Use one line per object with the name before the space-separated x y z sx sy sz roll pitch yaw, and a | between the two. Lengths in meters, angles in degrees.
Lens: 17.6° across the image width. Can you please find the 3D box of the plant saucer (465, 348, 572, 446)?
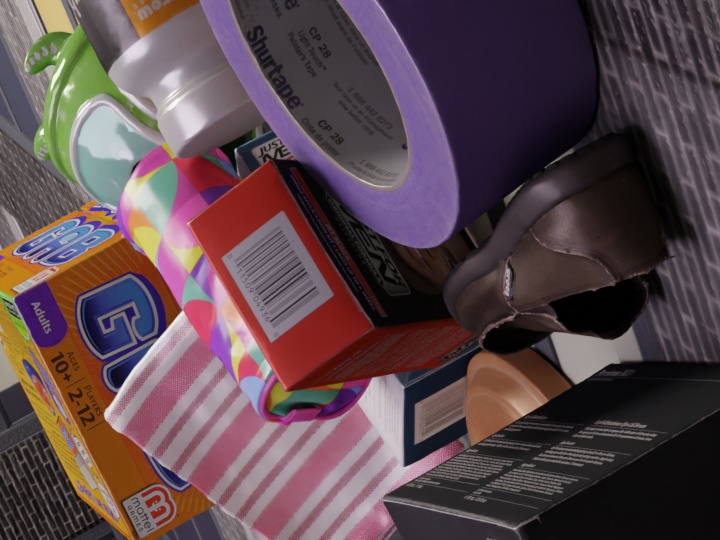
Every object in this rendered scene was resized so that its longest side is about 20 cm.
plant saucer | 0.114 0.134 1.316 0.201 0.032 0.201 56 165 24

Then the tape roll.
tape roll | 0.010 -0.115 1.057 0.200 0.085 0.201 46 158 24

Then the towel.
towel | -0.051 0.103 1.503 0.200 0.147 0.030 38 -159 -4

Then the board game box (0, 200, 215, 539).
board game box | -0.143 0.051 1.710 0.201 0.199 0.200 65 165 -14

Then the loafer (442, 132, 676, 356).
loafer | 0.091 0.007 1.076 0.071 0.073 0.200 60 166 12

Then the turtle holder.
turtle holder | -0.125 -0.119 1.522 0.131 0.141 0.187 35 114 29

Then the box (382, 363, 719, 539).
box | 0.111 0.106 1.058 0.079 0.141 0.200 60 166 -6

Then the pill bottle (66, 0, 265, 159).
pill bottle | -0.116 -0.175 1.369 0.201 0.116 0.116 60 165 5

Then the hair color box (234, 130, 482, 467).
hair color box | -0.002 0.010 1.424 0.200 0.060 0.100 54 161 28

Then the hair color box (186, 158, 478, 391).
hair color box | 0.000 0.000 1.202 0.102 0.061 0.200 58 -160 11

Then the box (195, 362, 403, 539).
box | -0.031 0.116 1.597 0.201 0.124 0.097 66 165 -13

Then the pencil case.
pencil case | -0.070 0.007 1.377 0.200 0.088 0.089 50 161 39
